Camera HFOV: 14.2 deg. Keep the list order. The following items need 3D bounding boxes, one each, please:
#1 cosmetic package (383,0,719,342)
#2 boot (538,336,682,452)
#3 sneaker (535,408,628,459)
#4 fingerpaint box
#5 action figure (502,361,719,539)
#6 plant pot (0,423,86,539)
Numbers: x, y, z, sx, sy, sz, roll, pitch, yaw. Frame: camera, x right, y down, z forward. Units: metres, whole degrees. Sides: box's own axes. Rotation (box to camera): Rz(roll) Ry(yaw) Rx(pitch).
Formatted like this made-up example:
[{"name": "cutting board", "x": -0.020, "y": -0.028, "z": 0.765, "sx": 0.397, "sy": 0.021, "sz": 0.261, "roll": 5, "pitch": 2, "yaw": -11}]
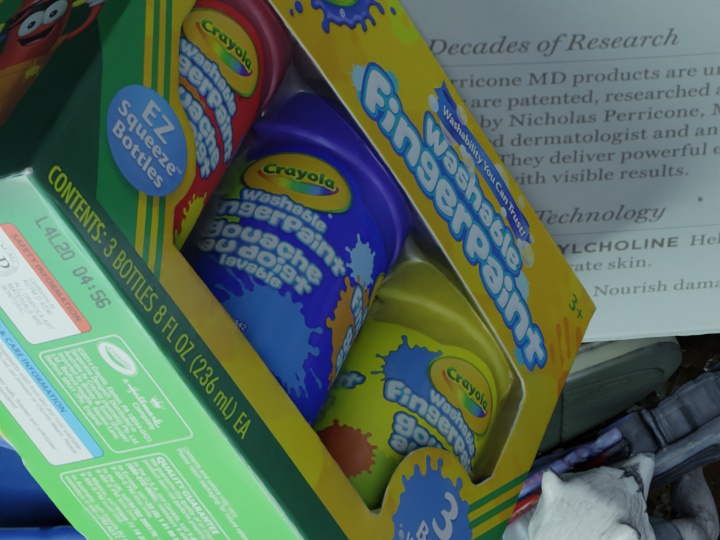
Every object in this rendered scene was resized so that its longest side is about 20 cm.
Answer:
[{"name": "cosmetic package", "x": 0.078, "y": -0.103, "z": 0.934, "sx": 0.166, "sy": 0.168, "sz": 0.200, "roll": -4, "pitch": 135, "yaw": -4}, {"name": "boot", "x": -0.001, "y": 0.000, "z": 1.026, "sx": 0.203, "sy": 0.074, "sz": 0.154, "roll": -17, "pitch": 69, "yaw": 5}, {"name": "sneaker", "x": 0.024, "y": 0.045, "z": 1.083, "sx": 0.199, "sy": 0.077, "sz": 0.089, "roll": -22, "pitch": 75, "yaw": -16}, {"name": "fingerpaint box", "x": -0.028, "y": 0.000, "z": 0.804, "sx": 0.073, "sy": 0.167, "sz": 0.200, "roll": -14, "pitch": 124, "yaw": 35}, {"name": "action figure", "x": 0.118, "y": 0.106, "z": 1.053, "sx": 0.200, "sy": 0.193, "sz": 0.105, "roll": -34, "pitch": 60, "yaw": 10}, {"name": "plant pot", "x": -0.120, "y": -0.010, "z": 0.909, "sx": 0.200, "sy": 0.199, "sz": 0.181, "roll": 20, "pitch": 68, "yaw": -51}]
